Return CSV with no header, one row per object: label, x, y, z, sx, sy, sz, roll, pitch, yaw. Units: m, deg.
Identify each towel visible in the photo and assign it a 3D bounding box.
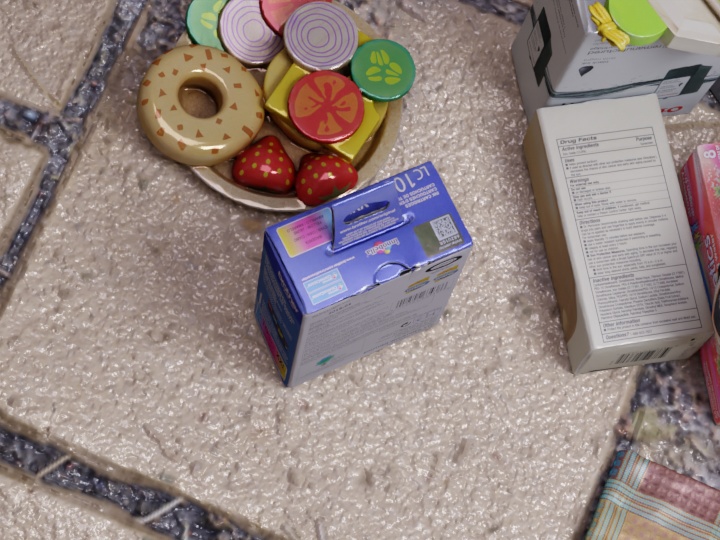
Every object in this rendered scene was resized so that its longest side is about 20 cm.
towel,0.225,0.242,1.364,0.146,0.022,0.201,23,61,5

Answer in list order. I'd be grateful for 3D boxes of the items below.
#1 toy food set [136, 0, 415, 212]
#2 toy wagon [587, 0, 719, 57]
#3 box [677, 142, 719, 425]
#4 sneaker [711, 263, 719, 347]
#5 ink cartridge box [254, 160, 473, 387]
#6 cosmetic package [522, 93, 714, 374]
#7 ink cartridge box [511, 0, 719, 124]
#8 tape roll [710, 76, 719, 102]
toy food set,-0.062,-0.143,1.467,0.199,0.049,0.199,31,70,5
toy wagon,0.242,-0.218,1.325,0.199,0.040,0.156,-35,80,-14
box,0.310,0.007,1.434,0.094,0.103,0.201,-7,73,-8
sneaker,0.311,-0.022,1.350,0.078,0.080,0.200,33,67,11
ink cartridge box,0.000,0.000,1.344,0.136,0.200,0.077,-23,75,-14
cosmetic package,0.198,-0.029,1.447,0.104,0.071,0.201,-6,72,-9
ink cartridge box,0.210,-0.185,1.437,0.145,0.200,0.084,-7,75,-9
tape roll,0.378,-0.204,1.535,0.199,0.066,0.202,2,70,-6
